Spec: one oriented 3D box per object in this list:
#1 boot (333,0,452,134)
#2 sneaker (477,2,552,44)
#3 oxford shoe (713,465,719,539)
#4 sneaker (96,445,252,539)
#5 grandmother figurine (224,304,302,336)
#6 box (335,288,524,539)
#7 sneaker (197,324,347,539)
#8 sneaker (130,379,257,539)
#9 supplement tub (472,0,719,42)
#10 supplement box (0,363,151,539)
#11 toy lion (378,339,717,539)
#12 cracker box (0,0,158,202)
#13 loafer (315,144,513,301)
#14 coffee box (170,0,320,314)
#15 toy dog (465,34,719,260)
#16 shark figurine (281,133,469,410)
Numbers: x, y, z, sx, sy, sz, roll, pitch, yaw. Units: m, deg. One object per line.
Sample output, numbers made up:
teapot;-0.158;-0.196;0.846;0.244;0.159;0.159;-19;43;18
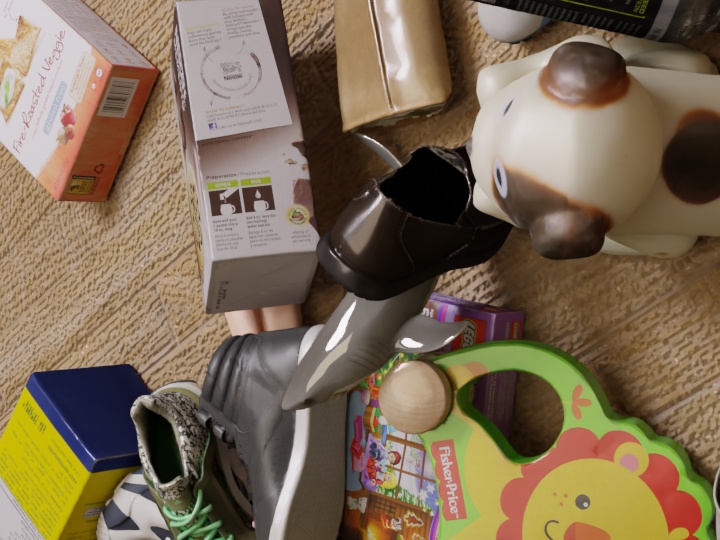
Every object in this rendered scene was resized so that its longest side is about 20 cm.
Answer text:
boot;0.040;-0.209;0.963;0.175;0.066;0.201;-14;82;53
sneaker;0.124;-0.234;0.881;0.072;0.072;0.201;45;120;28
oxford shoe;0.235;0.181;0.809;0.075;0.058;0.201;4;97;37
sneaker;-0.133;0.210;1.113;0.130;0.079;0.200;46;118;30
grandmother figurine;-0.064;0.091;1.065;0.121;0.060;0.201;-29;70;47
box;0.039;0.115;0.987;0.136;0.039;0.201;11;99;39
sneaker;-0.068;0.135;1.004;0.099;0.071;0.201;4;88;32
sneaker;-0.122;0.172;1.009;0.077;0.089;0.201;-30;74;12
supplement tub;0.134;-0.200;0.790;0.199;0.123;0.123;13;103;1
supplement box;-0.246;0.192;1.192;0.109;0.109;0.201;45;118;30
toy lion;0.122;0.140;0.880;0.191;0.069;0.201;-12;88;21
cracker box;-0.276;-0.169;1.239;0.200;0.058;0.134;42;117;33
loafer;0.054;-0.041;0.867;0.073;0.200;0.071;40;125;11
coffee box;-0.086;-0.084;1.013;0.113;0.079;0.201;114;148;-68
toy dog;0.144;-0.059;0.784;0.193;0.199;0.140;25;108;38
shark figurine;0.015;-0.017;0.913;0.128;0.090;0.215;-18;37;41
